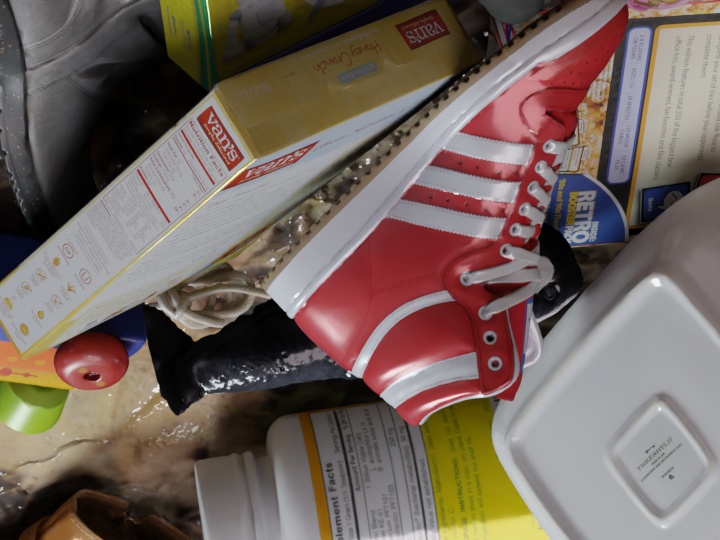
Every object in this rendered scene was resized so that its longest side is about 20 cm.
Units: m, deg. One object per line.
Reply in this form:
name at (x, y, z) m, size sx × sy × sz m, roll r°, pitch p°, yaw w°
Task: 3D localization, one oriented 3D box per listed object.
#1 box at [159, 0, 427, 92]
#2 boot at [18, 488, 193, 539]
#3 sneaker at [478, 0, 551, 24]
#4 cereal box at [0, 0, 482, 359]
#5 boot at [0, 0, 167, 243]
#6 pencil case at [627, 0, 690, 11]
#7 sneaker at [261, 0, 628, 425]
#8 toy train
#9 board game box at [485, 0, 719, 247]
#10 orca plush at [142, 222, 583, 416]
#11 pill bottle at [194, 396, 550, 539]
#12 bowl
box at (-0.030, -0.177, 1.189) m, size 0.117 × 0.048 × 0.201 m, roll -28°, pitch 135°, yaw -22°
boot at (-0.117, 0.197, 1.566) m, size 0.199 × 0.074 × 0.155 m, roll 24°, pitch 125°, yaw -32°
sneaker at (0.010, -0.157, 1.162) m, size 0.091 × 0.076 × 0.200 m, roll -38°, pitch 134°, yaw 2°
cereal box at (-0.056, -0.039, 1.272) m, size 0.144 × 0.040 × 0.200 m, roll -26°, pitch 172°, yaw -44°
boot at (-0.100, -0.093, 1.283) m, size 0.131 × 0.070 × 0.200 m, roll -19°, pitch 143°, yaw -6°
pencil case at (0.096, -0.192, 1.213) m, size 0.086 × 0.083 × 0.200 m, roll -20°, pitch 137°, yaw 18°
sneaker at (0.064, -0.022, 1.257) m, size 0.200 × 0.071 × 0.113 m, roll -44°, pitch 85°, yaw 17°
toy train at (-0.137, 0.037, 1.398) m, size 0.199 × 0.085 × 0.116 m, roll 9°, pitch 143°, yaw -21°
board game box at (0.157, -0.082, 1.364) m, size 0.199 × 0.046 × 0.152 m, roll -4°, pitch 136°, yaw -9°
orca plush at (0.000, 0.000, 1.338) m, size 0.199 × 0.105 × 0.071 m, roll -8°, pitch 115°, yaw 2°
pill bottle at (0.020, 0.119, 1.491) m, size 0.199 × 0.110 × 0.110 m, roll -8°, pitch 136°, yaw -4°
bowl at (0.155, 0.080, 1.346) m, size 0.074 × 0.200 × 0.200 m, roll -8°, pitch 146°, yaw -52°
